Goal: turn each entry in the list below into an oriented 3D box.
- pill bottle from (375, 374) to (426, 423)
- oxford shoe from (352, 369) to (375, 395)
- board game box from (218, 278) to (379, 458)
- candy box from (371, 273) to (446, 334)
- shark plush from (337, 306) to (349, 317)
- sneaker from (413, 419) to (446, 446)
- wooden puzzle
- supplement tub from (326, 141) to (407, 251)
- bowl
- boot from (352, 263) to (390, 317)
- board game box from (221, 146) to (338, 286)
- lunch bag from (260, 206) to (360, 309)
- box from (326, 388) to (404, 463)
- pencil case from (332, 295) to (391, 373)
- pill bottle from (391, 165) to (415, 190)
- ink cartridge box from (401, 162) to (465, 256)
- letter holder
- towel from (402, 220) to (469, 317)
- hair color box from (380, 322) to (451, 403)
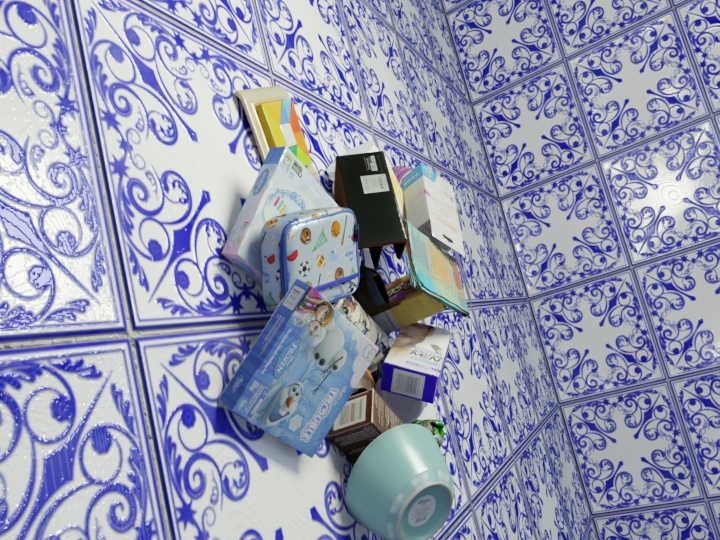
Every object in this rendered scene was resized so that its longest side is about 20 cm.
[{"bbox_3d":[0.108,0.229,1.307,0.114,0.109,0.200,66,26,-9],"label":"pill bottle"},{"bbox_3d":[-0.022,0.179,1.099,0.202,0.070,0.074,58,10,-28],"label":"oxford shoe"},{"bbox_3d":[-0.083,0.152,0.911,0.203,0.043,0.199,-57,135,-11],"label":"board game box"},{"bbox_3d":[0.090,0.064,1.278,0.057,0.196,0.118,55,29,-20],"label":"candy box"},{"bbox_3d":[-0.090,0.132,0.991,0.200,0.082,0.093,-46,139,-31],"label":"shark plush"},{"bbox_3d":[0.125,0.361,1.284,0.199,0.083,0.080,-30,100,-64],"label":"sneaker"},{"bbox_3d":[-0.152,-0.262,1.189,0.205,0.036,0.185,67,25,-10],"label":"wooden puzzle"},{"bbox_3d":[0.023,-0.163,1.358,0.204,0.142,0.147,61,27,-21],"label":"supplement tub"},{"bbox_3d":[0.083,0.378,1.029,0.202,0.201,0.104,51,-11,-36],"label":"bowl"},{"bbox_3d":[0.000,0.000,1.254,0.074,0.095,0.207,7,67,-62],"label":"boot"},{"bbox_3d":[-0.119,-0.062,1.030,0.200,0.042,0.204,46,56,-45],"label":"board game box"},{"bbox_3d":[-0.074,-0.015,0.988,0.197,0.074,0.166,-17,108,-50],"label":"lunch bag"},{"bbox_3d":[0.031,0.308,1.102,0.202,0.098,0.076,54,26,-33],"label":"box"},{"bbox_3d":[-0.016,0.108,1.170,0.201,0.076,0.091,50,18,-39],"label":"pencil case"},{"bbox_3d":[0.111,-0.197,1.506,0.114,0.112,0.199,56,-13,-27],"label":"pill bottle"},{"bbox_3d":[0.156,-0.116,1.322,0.113,0.067,0.205,27,44,-35],"label":"ink cartridge box"},{"bbox_3d":[0.013,-0.103,1.193,0.143,0.097,0.206,102,-22,-61],"label":"letter holder"},{"bbox_3d":[0.148,-0.002,1.198,0.198,0.021,0.151,29,43,-45],"label":"towel"},{"bbox_3d":[0.114,0.174,1.204,0.200,0.106,0.067,-50,150,-67],"label":"hair color box"}]
